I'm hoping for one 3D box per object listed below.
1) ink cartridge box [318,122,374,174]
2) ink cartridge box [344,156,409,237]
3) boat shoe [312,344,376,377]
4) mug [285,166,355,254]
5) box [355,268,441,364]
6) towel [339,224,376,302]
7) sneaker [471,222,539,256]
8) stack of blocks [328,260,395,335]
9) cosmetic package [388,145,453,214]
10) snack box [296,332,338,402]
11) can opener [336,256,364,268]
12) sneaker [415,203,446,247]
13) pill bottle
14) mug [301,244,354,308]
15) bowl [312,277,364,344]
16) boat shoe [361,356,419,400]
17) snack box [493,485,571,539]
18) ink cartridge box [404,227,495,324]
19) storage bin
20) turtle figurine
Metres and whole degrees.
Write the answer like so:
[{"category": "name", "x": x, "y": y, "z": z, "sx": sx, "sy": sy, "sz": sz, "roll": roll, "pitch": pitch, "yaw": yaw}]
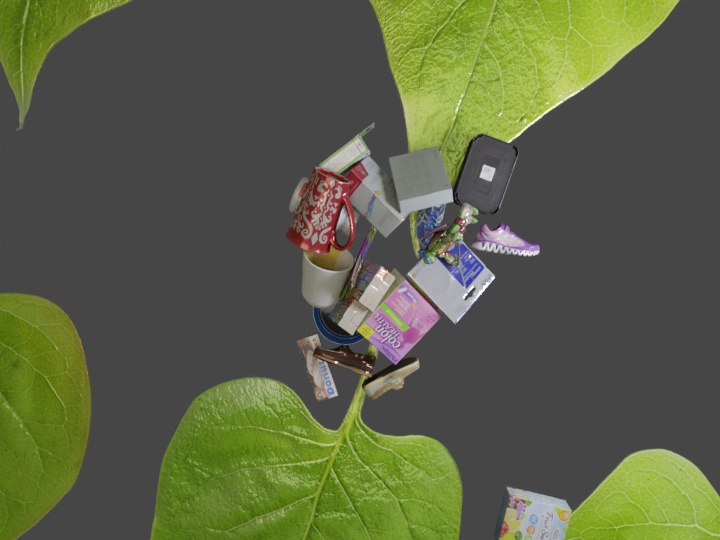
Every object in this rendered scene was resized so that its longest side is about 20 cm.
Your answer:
[{"category": "ink cartridge box", "x": -0.024, "y": -0.336, "z": 1.582, "sx": 0.198, "sy": 0.104, "sz": 0.060, "roll": -37, "pitch": 94, "yaw": 6}, {"category": "ink cartridge box", "x": 0.047, "y": -0.211, "z": 1.562, "sx": 0.200, "sy": 0.146, "sz": 0.083, "roll": 45, "pitch": 122, "yaw": -2}, {"category": "boat shoe", "x": -0.047, "y": 0.262, "z": 1.667, "sx": 0.196, "sy": 0.070, "sz": 0.072, "roll": 20, "pitch": 81, "yaw": -13}, {"category": "mug", "x": -0.091, "y": -0.158, "z": 1.488, "sx": 0.174, "sy": 0.134, "sz": 0.204, "roll": 18, "pitch": 108, "yaw": -14}, {"category": "box", "x": 0.101, "y": 0.135, "z": 1.599, "sx": 0.200, "sy": 0.097, "sz": 0.176, "roll": -45, "pitch": 115, "yaw": 5}, {"category": "towel", "x": -0.007, "y": -0.014, "z": 1.532, "sx": 0.022, "sy": 0.144, "sz": 0.203, "roll": 23, "pitch": 63, "yaw": -2}, {"category": "sneaker", "x": 0.427, "y": -0.091, "z": 1.599, "sx": 0.195, "sy": 0.080, "sz": 0.091, "roll": 9, "pitch": 90, "yaw": 3}, {"category": "stack of blocks", "x": 0.002, "y": 0.078, "z": 1.555, "sx": 0.058, "sy": 0.115, "sz": 0.202, "roll": 37, "pitch": 84, "yaw": -24}, {"category": "cosmetic package", "x": 0.167, "y": -0.258, "z": 1.541, "sx": 0.147, "sy": 0.203, "sz": 0.052, "roll": -14, "pitch": 137, "yaw": 7}, {"category": "snack box", "x": -0.133, "y": 0.301, "z": 1.700, "sx": 0.070, "sy": 0.024, "sz": 0.205, "roll": -18, "pitch": 95, "yaw": 4}, {"category": "can opener", "x": 0.000, "y": 0.000, "z": 1.646, "sx": 0.197, "sy": 0.066, "sz": 0.053, "roll": 28, "pitch": 93, "yaw": -8}, {"category": "sneaker", "x": 0.206, "y": -0.168, "z": 1.601, "sx": 0.074, "sy": 0.077, "sz": 0.205, "roll": 10, "pitch": 99, "yaw": 0}, {"category": "pill bottle", "x": -0.100, "y": -0.180, "z": 1.600, "sx": 0.197, "sy": 0.111, "sz": 0.113, "roll": 27, "pitch": 97, "yaw": 0}, {"category": "mug", "x": -0.103, "y": 0.011, "z": 1.579, "sx": 0.146, "sy": 0.188, "sz": 0.156, "roll": 12, "pitch": 123, "yaw": -5}, {"category": "bowl", "x": -0.047, "y": 0.122, "z": 1.668, "sx": 0.195, "sy": 0.039, "sz": 0.206, "roll": 0, "pitch": 96, "yaw": 4}, {"category": "boat shoe", "x": 0.100, "y": 0.330, "z": 1.671, "sx": 0.197, "sy": 0.074, "sz": 0.067, "roll": -29, "pitch": 97, "yaw": 16}, {"category": "snack box", "x": 0.530, "y": 0.781, "z": 1.694, "sx": 0.195, "sy": 0.068, "sz": 0.173, "roll": 12, "pitch": 97, "yaw": 0}, {"category": "ink cartridge box", "x": 0.262, "y": 0.017, "z": 1.601, "sx": 0.200, "sy": 0.047, "sz": 0.198, "roll": 46, "pitch": 73, "yaw": -2}, {"category": "storage bin", "x": 0.354, "y": -0.273, "z": 1.572, "sx": 0.132, "sy": 0.094, "sz": 0.205, "roll": 19, "pitch": 98, "yaw": 1}, {"category": "turtle figurine", "x": 0.276, "y": -0.072, "z": 1.522, "sx": 0.196, "sy": 0.199, "sz": 0.144, "roll": -54, "pitch": 130, "yaw": -9}]
